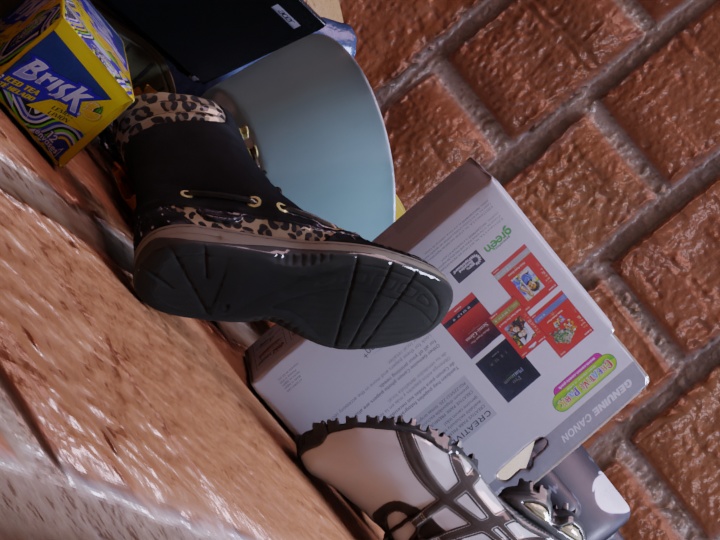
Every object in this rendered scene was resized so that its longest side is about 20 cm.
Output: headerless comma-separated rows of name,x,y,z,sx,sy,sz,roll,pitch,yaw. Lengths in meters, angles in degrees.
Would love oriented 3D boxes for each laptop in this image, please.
laptop,-0.143,-0.224,1.297,0.177,0.103,0.200,42,8,-34

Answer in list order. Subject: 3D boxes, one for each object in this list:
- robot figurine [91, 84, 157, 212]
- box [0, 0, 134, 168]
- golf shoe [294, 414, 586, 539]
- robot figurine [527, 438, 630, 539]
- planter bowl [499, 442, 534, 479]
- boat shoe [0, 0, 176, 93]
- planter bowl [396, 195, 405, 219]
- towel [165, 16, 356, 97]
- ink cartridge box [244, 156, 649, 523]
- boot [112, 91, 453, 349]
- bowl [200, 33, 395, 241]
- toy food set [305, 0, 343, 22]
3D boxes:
robot figurine,-0.123,-0.055,1.275,0.145,0.058,0.200,50,5,-38
box,-0.190,-0.132,1.184,0.070,0.064,0.200,50,3,-19
golf shoe,0.046,0.157,1.135,0.199,0.095,0.078,26,-33,-14
robot figurine,0.162,0.211,1.710,0.200,0.150,0.124,52,41,10
planter bowl,0.055,0.098,1.381,0.201,0.134,0.200,51,3,-4
boat shoe,-0.202,-0.173,1.347,0.200,0.075,0.069,46,12,-48
planter bowl,-0.015,-0.043,1.710,0.200,0.083,0.201,39,-21,18
towel,-0.106,-0.169,1.506,0.199,0.112,0.049,9,30,-30
ink cartridge box,0.056,0.062,1.217,0.176,0.200,0.084,50,3,-14
boot,-0.050,-0.034,1.127,0.202,0.074,0.154,9,38,-27
bowl,-0.066,-0.068,1.388,0.201,0.104,0.203,35,-50,56
toy food set,-0.065,-0.219,1.641,0.200,0.048,0.199,53,33,-47
